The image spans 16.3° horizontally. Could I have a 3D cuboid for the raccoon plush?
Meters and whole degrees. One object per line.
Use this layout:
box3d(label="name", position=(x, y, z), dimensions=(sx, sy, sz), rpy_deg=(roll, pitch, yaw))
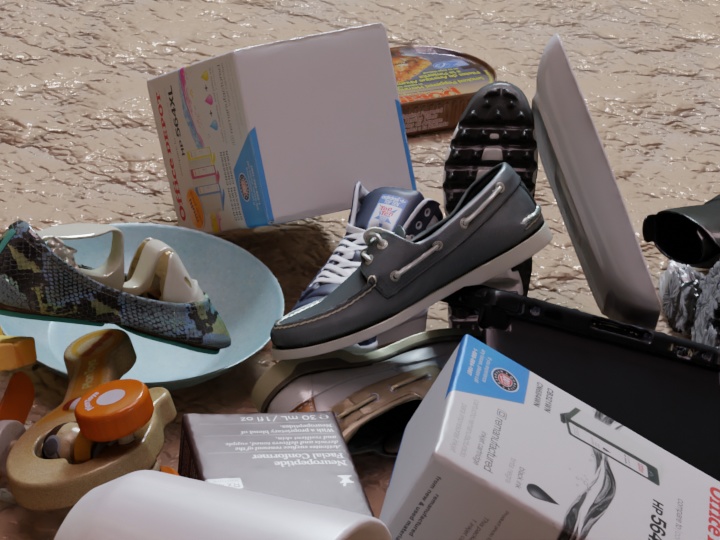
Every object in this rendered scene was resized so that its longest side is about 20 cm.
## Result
box3d(label="raccoon plush", position=(0.308, 0.030, 1.812), dimensions=(0.133, 0.097, 0.200), rpy_deg=(9, 25, -14))

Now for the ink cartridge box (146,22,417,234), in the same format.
box3d(label="ink cartridge box", position=(-0.066, -0.099, 1.868), dimensions=(0.125, 0.130, 0.200), rpy_deg=(-13, 2, -26))

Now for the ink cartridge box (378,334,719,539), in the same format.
box3d(label="ink cartridge box", position=(0.118, 0.146, 1.455), dimensions=(0.199, 0.085, 0.146), rpy_deg=(29, 27, -5))

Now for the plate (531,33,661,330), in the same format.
box3d(label="plate", position=(0.159, -0.048, 1.758), dimensions=(0.032, 0.201, 0.200), rpy_deg=(-19, -10, 0))

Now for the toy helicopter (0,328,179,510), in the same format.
box3d(label="toy helicopter", position=(-0.177, 0.092, 1.562), dimensions=(0.131, 0.079, 0.200), rpy_deg=(-16, 24, 7))

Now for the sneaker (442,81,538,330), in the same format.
box3d(label="sneaker", position=(0.091, -0.036, 1.784), dimensions=(0.066, 0.202, 0.091), rpy_deg=(2, 11, 3))

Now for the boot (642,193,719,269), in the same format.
box3d(label="boot", position=(0.325, -0.013, 1.899), dimensions=(0.199, 0.078, 0.138), rpy_deg=(12, 14, 41))

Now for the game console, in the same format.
box3d(label="game console", position=(0.144, 0.086, 1.648), dimensions=(0.199, 0.117, 0.176), rpy_deg=(15, -1, -24))

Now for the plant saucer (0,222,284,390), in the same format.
box3d(label="plant saucer", position=(-0.152, 0.035, 1.731), dimensions=(0.199, 0.039, 0.201), rpy_deg=(3, 33, -2))

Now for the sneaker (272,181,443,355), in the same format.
box3d(label="sneaker", position=(0.000, 0.000, 1.722), dimensions=(0.070, 0.109, 0.200), rpy_deg=(14, 12, 19))

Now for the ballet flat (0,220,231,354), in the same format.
box3d(label="ballet flat", position=(-0.151, 0.008, 1.600), dimensions=(0.199, 0.075, 0.074), rpy_deg=(12, 15, -46))

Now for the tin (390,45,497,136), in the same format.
box3d(label="tin", position=(0.025, -0.152, 2.166), dimensions=(0.199, 0.042, 0.112), rpy_deg=(-10, 27, -30))

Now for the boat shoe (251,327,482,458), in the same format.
box3d(label="boat shoe", position=(0.023, 0.089, 1.652), dimensions=(0.199, 0.075, 0.069), rpy_deg=(-9, 53, -37))

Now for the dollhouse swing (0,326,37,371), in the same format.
box3d(label="dollhouse swing", position=(-0.322, 0.005, 1.595), dimensions=(0.199, 0.183, 0.176), rpy_deg=(-9, -11, -29))

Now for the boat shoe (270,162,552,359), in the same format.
box3d(label="boat shoe", position=(0.025, -0.005, 1.610), dimensions=(0.199, 0.062, 0.073), rpy_deg=(-26, 13, -10))

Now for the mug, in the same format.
box3d(label="mug", position=(-0.090, 0.185, 1.291), dimensions=(0.152, 0.150, 0.187), rpy_deg=(19, 41, 21))

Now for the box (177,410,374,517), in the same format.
box3d(label="box", position=(-0.046, 0.161, 1.477), dimensions=(0.099, 0.075, 0.200), rpy_deg=(0, 29, -14))
